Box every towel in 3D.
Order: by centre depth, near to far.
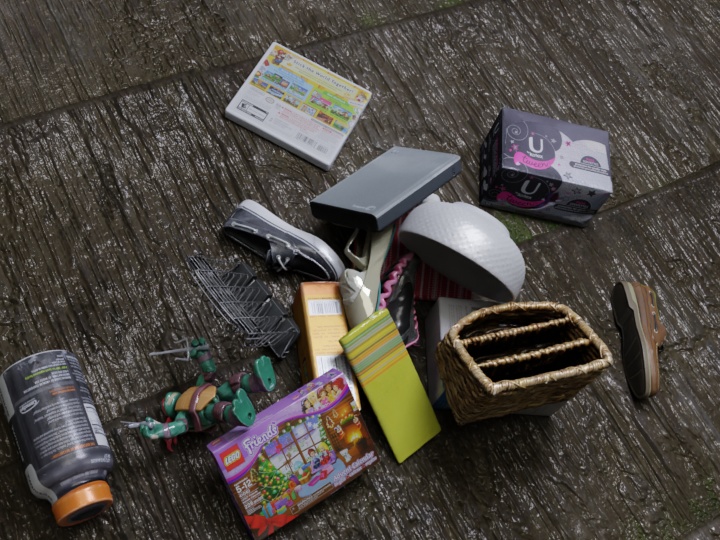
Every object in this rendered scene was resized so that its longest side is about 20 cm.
[{"bbox_3d":[0.042,0.161,1.254,0.085,0.018,0.203,-31,105,-24],"label":"towel"},{"bbox_3d":[0.083,-0.029,1.388,0.195,0.022,0.148,4,91,-13],"label":"towel"}]

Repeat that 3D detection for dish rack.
[{"bbox_3d":[-0.166,0.047,1.221,0.055,0.200,0.154,-45,75,10],"label":"dish rack"}]

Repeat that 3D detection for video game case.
[{"bbox_3d":[-0.103,-0.281,1.518,0.197,0.023,0.184,27,58,2],"label":"video game case"}]

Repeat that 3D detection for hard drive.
[{"bbox_3d":[0.039,-0.123,1.332,0.138,0.033,0.199,15,40,41],"label":"hard drive"}]

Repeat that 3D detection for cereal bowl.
[{"bbox_3d":[0.154,-0.039,1.292,0.198,0.200,0.084,30,82,3],"label":"cereal bowl"}]

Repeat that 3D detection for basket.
[{"bbox_3d":[0.213,0.105,1.211,0.196,0.150,0.145,-9,67,-16],"label":"basket"}]

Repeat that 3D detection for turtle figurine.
[{"bbox_3d":[-0.212,0.164,1.170,0.196,0.101,0.152,-9,51,30],"label":"turtle figurine"}]

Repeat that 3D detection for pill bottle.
[{"bbox_3d":[-0.374,0.211,1.118,0.104,0.107,0.203,-18,67,-23],"label":"pill bottle"}]

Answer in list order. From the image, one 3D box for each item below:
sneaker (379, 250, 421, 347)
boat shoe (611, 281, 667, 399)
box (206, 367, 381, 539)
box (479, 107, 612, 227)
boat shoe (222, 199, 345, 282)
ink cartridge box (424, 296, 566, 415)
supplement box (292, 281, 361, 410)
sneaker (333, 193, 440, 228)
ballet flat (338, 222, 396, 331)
[{"bbox_3d":[0.054,0.071,1.324,0.094,0.079,0.203,27,76,-10],"label":"sneaker"},{"bbox_3d":[0.454,0.106,1.417,0.066,0.072,0.204,5,60,-10],"label":"boat shoe"},{"bbox_3d":[-0.084,0.238,1.166,0.198,0.039,0.139,-30,106,-19],"label":"box"},{"bbox_3d":[0.311,-0.172,1.511,0.195,0.115,0.135,11,58,-8],"label":"box"},{"bbox_3d":[-0.117,-0.030,1.343,0.198,0.072,0.068,33,56,8],"label":"boat shoe"},{"bbox_3d":[0.201,0.130,1.330,0.195,0.085,0.147,6,61,-11],"label":"ink cartridge box"},{"bbox_3d":[-0.051,0.120,1.280,0.067,0.067,0.204,1,62,-17],"label":"supplement box"},{"bbox_3d":[0.045,-0.078,1.412,0.196,0.073,0.086,-3,59,-18],"label":"sneaker"},{"bbox_3d":[0.000,0.000,1.300,0.068,0.070,0.203,16,60,-5],"label":"ballet flat"}]
